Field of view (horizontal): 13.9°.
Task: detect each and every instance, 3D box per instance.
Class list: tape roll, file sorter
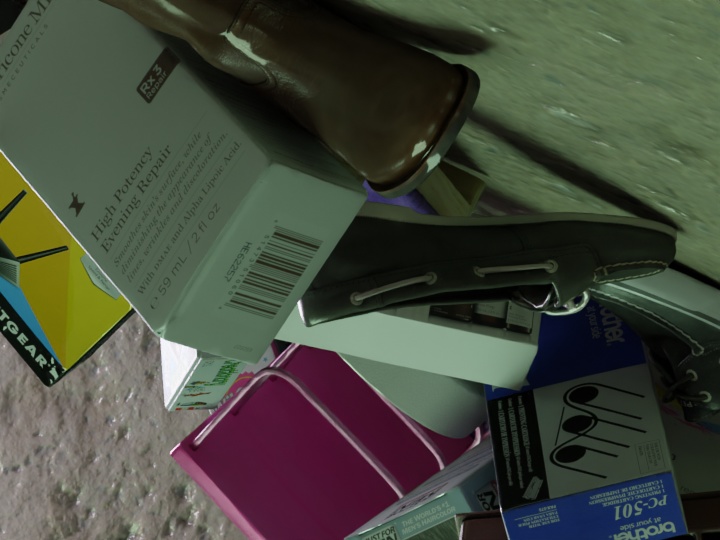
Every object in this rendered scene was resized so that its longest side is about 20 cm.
[{"bbox_3d":[0.010,0.012,1.747,0.203,0.037,0.203,43,-165,-14],"label":"tape roll"},{"bbox_3d":[0.010,0.088,1.872,0.139,0.200,0.125,47,133,2],"label":"file sorter"}]

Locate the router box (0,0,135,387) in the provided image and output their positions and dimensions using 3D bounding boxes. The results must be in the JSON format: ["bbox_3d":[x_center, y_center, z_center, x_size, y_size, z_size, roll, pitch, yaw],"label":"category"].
[{"bbox_3d":[-0.196,-0.050,1.690,0.200,0.051,0.149,49,137,1],"label":"router box"}]

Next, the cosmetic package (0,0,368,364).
[{"bbox_3d":[-0.093,-0.056,1.366,0.074,0.102,0.200,19,-161,-48],"label":"cosmetic package"}]

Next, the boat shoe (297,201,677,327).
[{"bbox_3d":[0.058,0.003,1.414,0.200,0.057,0.067,3,167,-20],"label":"boat shoe"}]

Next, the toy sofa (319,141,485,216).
[{"bbox_3d":[-0.010,-0.041,1.483,0.083,0.098,0.200,25,174,18],"label":"toy sofa"}]

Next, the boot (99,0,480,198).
[{"bbox_3d":[-0.060,-0.111,1.259,0.200,0.064,0.186,32,175,-20],"label":"boot"}]

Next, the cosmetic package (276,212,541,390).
[{"bbox_3d":[0.000,0.000,1.616,0.200,0.083,0.051,12,143,-4],"label":"cosmetic package"}]

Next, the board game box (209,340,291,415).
[{"bbox_3d":[-0.035,0.106,2.000,0.147,0.064,0.200,15,-133,-60],"label":"board game box"}]

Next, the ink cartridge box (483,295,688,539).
[{"bbox_3d":[0.118,0.084,1.620,0.200,0.094,0.044,-93,-12,-61],"label":"ink cartridge box"}]

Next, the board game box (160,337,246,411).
[{"bbox_3d":[-0.095,0.007,1.767,0.035,0.126,0.200,-3,170,-10],"label":"board game box"}]

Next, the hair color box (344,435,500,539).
[{"bbox_3d":[0.091,0.130,1.754,0.099,0.200,0.061,-29,90,40],"label":"hair color box"}]

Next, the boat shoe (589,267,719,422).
[{"bbox_3d":[0.194,0.054,1.587,0.200,0.066,0.070,29,173,-25],"label":"boat shoe"}]

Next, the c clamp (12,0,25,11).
[{"bbox_3d":[-0.180,-0.136,1.738,0.200,0.027,0.171,27,174,-4],"label":"c clamp"}]

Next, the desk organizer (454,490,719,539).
[{"bbox_3d":[0.152,0.170,1.577,0.200,0.072,0.077,-6,-154,8],"label":"desk organizer"}]

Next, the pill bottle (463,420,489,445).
[{"bbox_3d":[0.121,0.088,2.005,0.200,0.113,0.112,24,174,24],"label":"pill bottle"}]

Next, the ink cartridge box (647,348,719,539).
[{"bbox_3d":[0.193,0.100,1.710,0.117,0.200,0.067,25,131,9],"label":"ink cartridge box"}]
